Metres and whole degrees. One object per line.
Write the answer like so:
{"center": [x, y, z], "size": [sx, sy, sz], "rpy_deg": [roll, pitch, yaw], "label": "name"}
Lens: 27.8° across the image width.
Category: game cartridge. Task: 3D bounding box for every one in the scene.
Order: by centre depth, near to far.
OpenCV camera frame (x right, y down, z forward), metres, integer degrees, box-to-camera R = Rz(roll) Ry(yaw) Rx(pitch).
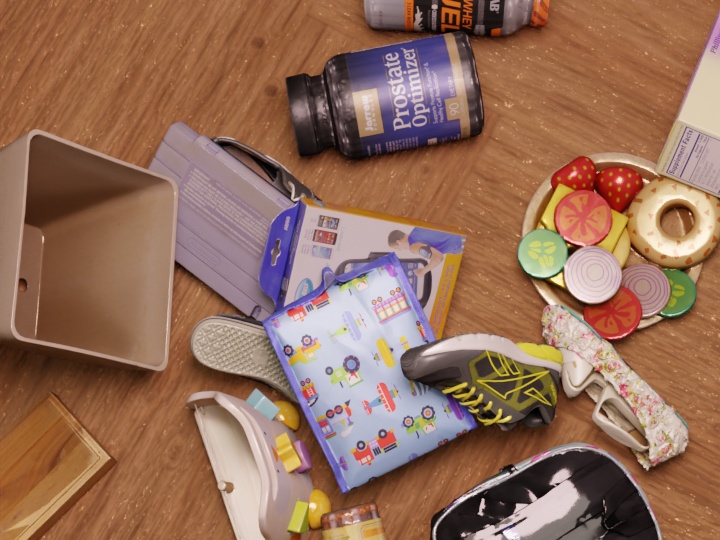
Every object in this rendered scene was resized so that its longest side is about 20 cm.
{"center": [-0.142, -0.050, 1.521], "size": [0.199, 0.038, 0.130], "rpy_deg": [37, 110, 10], "label": "game cartridge"}

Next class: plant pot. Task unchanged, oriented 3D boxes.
{"center": [-0.318, -0.005, 1.465], "size": [0.176, 0.199, 0.202], "rpy_deg": [-9, 72, 38], "label": "plant pot"}

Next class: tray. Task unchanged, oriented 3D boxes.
{"center": [-0.358, 0.231, 1.495], "size": [0.200, 0.037, 0.099], "rpy_deg": [-44, 77, -9], "label": "tray"}

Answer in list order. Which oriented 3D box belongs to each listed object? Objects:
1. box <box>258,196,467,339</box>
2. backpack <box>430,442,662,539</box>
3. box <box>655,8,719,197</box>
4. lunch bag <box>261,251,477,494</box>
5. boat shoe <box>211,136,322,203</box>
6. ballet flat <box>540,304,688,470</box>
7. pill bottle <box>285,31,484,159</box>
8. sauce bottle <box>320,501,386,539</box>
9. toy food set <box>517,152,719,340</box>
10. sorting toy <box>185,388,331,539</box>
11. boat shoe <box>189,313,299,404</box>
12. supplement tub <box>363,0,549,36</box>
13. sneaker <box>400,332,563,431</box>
{"center": [0.000, 0.000, 1.469], "size": [0.198, 0.041, 0.121], "rpy_deg": [9, 103, -20], "label": "box"}
{"center": [0.184, 0.263, 1.392], "size": [0.199, 0.151, 0.179], "rpy_deg": [-32, 82, 4], "label": "backpack"}
{"center": [0.429, -0.155, 1.491], "size": [0.198, 0.097, 0.177], "rpy_deg": [23, 61, 8], "label": "box"}
{"center": [0.003, 0.091, 1.438], "size": [0.149, 0.094, 0.202], "rpy_deg": [-25, 103, -3], "label": "lunch bag"}
{"center": [-0.086, -0.069, 1.540], "size": [0.199, 0.068, 0.072], "rpy_deg": [39, 79, 11], "label": "boat shoe"}
{"center": [0.245, 0.118, 1.463], "size": [0.064, 0.076, 0.200], "rpy_deg": [-40, 75, -24], "label": "ballet flat"}
{"center": [0.025, -0.180, 1.537], "size": [0.197, 0.112, 0.113], "rpy_deg": [-11, 75, 0], "label": "pill bottle"}
{"center": [0.011, 0.332, 1.430], "size": [0.065, 0.066, 0.202], "rpy_deg": [-14, 83, 0], "label": "sauce bottle"}
{"center": [0.265, -0.029, 1.516], "size": [0.198, 0.049, 0.199], "rpy_deg": [26, 79, 9], "label": "toy food set"}
{"center": [-0.101, 0.191, 1.414], "size": [0.106, 0.180, 0.202], "rpy_deg": [-21, 76, -2], "label": "sorting toy"}
{"center": [-0.079, 0.091, 1.498], "size": [0.198, 0.062, 0.075], "rpy_deg": [18, 98, -7], "label": "boat shoe"}
{"center": [0.105, -0.316, 1.562], "size": [0.197, 0.123, 0.124], "rpy_deg": [3, 76, 5], "label": "supplement tub"}
{"center": [0.124, 0.109, 1.394], "size": [0.198, 0.074, 0.086], "rpy_deg": [7, 74, -36], "label": "sneaker"}
